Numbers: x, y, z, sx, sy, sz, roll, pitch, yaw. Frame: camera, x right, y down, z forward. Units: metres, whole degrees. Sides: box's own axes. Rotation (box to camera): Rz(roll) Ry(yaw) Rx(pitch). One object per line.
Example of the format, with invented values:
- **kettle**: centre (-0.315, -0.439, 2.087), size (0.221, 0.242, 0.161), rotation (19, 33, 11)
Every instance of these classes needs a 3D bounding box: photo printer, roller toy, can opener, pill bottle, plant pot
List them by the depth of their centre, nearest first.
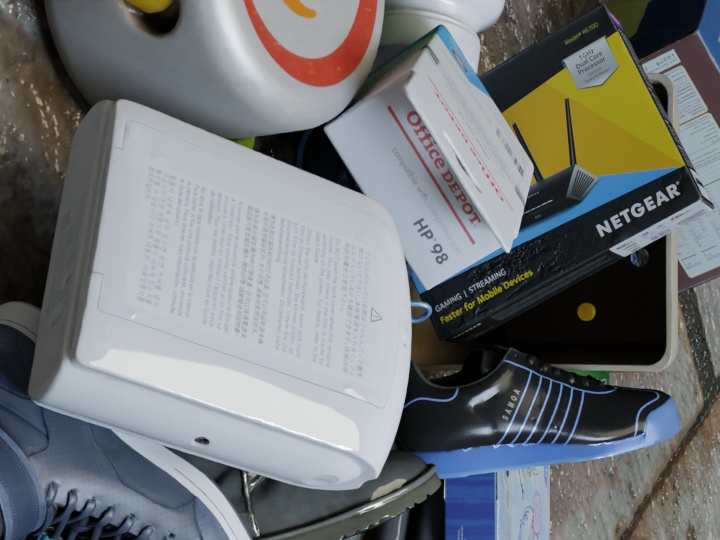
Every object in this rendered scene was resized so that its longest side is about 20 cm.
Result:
- **photo printer**: centre (-0.062, 0.018, 0.892), size (0.199, 0.069, 0.168), rotation (20, 57, -27)
- **roller toy**: centre (-0.076, -0.168, 0.975), size (0.201, 0.139, 0.183), rotation (57, 43, -36)
- **can opener**: centre (0.022, 0.243, 1.180), size (0.067, 0.052, 0.202), rotation (95, 5, -73)
- **pill bottle**: centre (0.050, -0.231, 1.194), size (0.113, 0.112, 0.202), rotation (28, 64, -52)
- **plant pot**: centre (0.148, -0.021, 1.266), size (0.177, 0.198, 0.202), rotation (18, 72, -67)

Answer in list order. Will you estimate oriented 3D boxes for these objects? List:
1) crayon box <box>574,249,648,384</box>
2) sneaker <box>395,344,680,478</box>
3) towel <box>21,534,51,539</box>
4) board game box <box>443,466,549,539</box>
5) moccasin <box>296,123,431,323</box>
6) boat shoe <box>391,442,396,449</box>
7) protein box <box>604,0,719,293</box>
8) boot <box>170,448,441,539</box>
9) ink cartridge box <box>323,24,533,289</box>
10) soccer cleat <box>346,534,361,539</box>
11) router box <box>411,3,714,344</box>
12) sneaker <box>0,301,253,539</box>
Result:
- **crayon box**: centre (0.205, 0.015, 1.463), size (0.125, 0.051, 0.202), rotation (10, 79, -56)
- **sneaker**: centre (0.117, 0.085, 1.132), size (0.198, 0.070, 0.079), rotation (-6, 93, -18)
- **towel**: centre (-0.120, 0.189, 0.985), size (0.147, 0.022, 0.201), rotation (-55, 131, -42)
- **board game box**: centre (0.101, 0.200, 1.250), size (0.199, 0.043, 0.202), rotation (20, 70, -72)
- **moccasin**: centre (0.000, 0.000, 1.139), size (0.080, 0.068, 0.202), rotation (-20, 104, -55)
- **boat shoe**: centre (-0.026, 0.079, 1.097), size (0.063, 0.071, 0.202), rotation (-44, 127, -45)
- **protein box**: centre (0.285, -0.129, 1.452), size (0.201, 0.134, 0.199), rotation (56, 31, -17)
- **boot**: centre (-0.061, 0.061, 0.966), size (0.180, 0.073, 0.202), rotation (-16, 83, -25)
- **ink cartridge box**: centre (0.043, -0.068, 1.038), size (0.116, 0.066, 0.200), rotation (57, 17, -9)
- **soccer cleat**: centre (-0.072, 0.097, 1.040), size (0.065, 0.084, 0.201), rotation (-39, 109, -9)
- **router box**: centre (0.114, -0.061, 1.160), size (0.150, 0.199, 0.051), rotation (65, 18, 16)
- **sneaker**: centre (-0.150, 0.130, 0.849), size (0.202, 0.077, 0.146), rotation (45, 39, -4)
